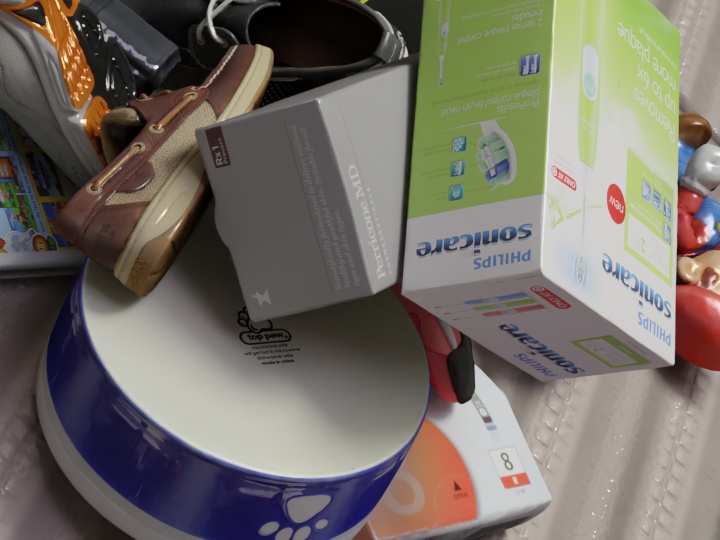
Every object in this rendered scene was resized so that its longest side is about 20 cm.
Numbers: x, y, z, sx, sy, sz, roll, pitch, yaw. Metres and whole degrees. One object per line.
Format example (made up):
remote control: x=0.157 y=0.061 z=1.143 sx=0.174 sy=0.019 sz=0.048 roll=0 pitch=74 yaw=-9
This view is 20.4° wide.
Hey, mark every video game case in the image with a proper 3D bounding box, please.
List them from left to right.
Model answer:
video game case: x=-0.204 y=-0.088 z=1.129 sx=0.182 sy=0.023 sz=0.201 roll=-3 pitch=65 yaw=-45

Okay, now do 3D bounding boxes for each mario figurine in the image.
mario figurine: x=0.263 y=-0.016 z=1.454 sx=0.123 sy=0.106 sz=0.201 roll=24 pitch=46 yaw=-31

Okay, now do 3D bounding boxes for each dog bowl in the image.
dog bowl: x=-0.066 y=0.057 z=1.066 sx=0.199 sy=0.079 sz=0.201 roll=17 pitch=41 yaw=-15

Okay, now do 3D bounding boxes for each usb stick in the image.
usb stick: x=-0.189 y=-0.173 z=1.157 sx=0.200 sy=0.033 sz=0.055 roll=39 pitch=33 yaw=-4

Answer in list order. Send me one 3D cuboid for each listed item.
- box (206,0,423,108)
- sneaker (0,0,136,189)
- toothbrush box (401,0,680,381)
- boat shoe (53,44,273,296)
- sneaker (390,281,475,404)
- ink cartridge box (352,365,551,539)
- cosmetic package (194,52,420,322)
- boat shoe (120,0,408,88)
box: x=-0.025 y=-0.190 z=1.258 sx=0.200 sy=0.193 sz=0.048 roll=57 pitch=1 yaw=4
sneaker: x=-0.195 y=-0.120 z=1.094 sx=0.200 sy=0.092 sz=0.076 roll=61 pitch=27 yaw=-27
toothbrush box: x=0.100 y=-0.060 z=1.054 sx=0.145 sy=0.086 sz=0.201 roll=32 pitch=57 yaw=-49
boat shoe: x=-0.104 y=-0.068 z=1.065 sx=0.072 sy=0.072 sz=0.200 roll=26 pitch=43 yaw=0
sneaker: x=0.000 y=0.000 z=1.202 sx=0.201 sy=0.087 sz=0.074 roll=61 pitch=2 yaw=6
ink cartridge box: x=0.016 y=0.069 z=1.202 sx=0.162 sy=0.050 sz=0.201 roll=-5 pitch=69 yaw=-46
cosmetic package: x=0.009 y=-0.053 z=1.067 sx=0.200 sy=0.090 sz=0.107 roll=-32 pitch=106 yaw=-58
boat shoe: x=-0.070 y=-0.152 z=1.201 sx=0.199 sy=0.072 sz=0.068 roll=15 pitch=-1 yaw=9
